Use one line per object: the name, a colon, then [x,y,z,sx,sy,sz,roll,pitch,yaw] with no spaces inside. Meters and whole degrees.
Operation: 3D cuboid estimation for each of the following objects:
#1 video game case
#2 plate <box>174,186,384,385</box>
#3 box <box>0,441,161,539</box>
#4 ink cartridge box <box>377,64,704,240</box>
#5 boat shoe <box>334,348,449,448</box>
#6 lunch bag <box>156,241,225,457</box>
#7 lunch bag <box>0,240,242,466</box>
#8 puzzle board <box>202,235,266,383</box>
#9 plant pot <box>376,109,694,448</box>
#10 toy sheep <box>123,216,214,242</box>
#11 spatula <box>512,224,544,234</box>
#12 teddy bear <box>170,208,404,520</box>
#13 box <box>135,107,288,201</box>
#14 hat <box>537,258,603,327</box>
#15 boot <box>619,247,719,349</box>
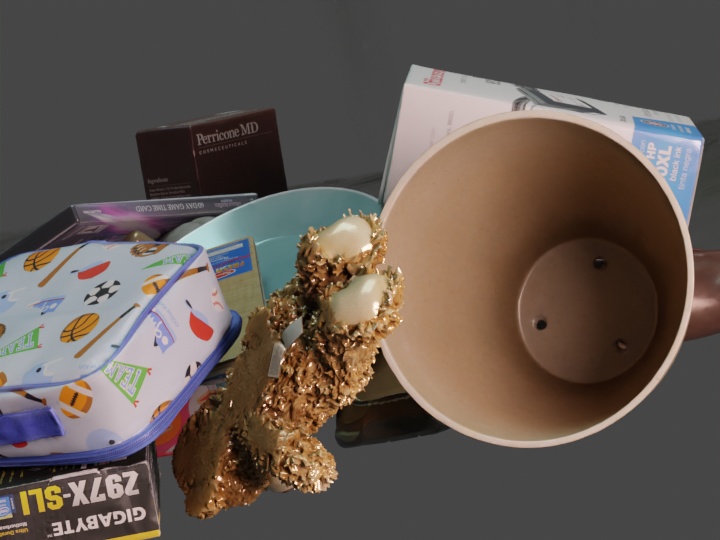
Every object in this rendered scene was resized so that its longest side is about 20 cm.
video game case: [-0.187,-0.017,1.930,0.142,0.019,0.199,-31,-17,37]
plate: [-0.063,0.016,1.655,0.199,0.026,0.201,-18,32,11]
box: [-0.198,0.133,1.519,0.158,0.050,0.200,-9,6,-4]
ink cartridge box: [0.118,-0.073,1.700,0.198,0.085,0.145,10,9,1]
boat shoe: [0.016,0.064,1.624,0.075,0.074,0.200,-10,6,1]
lunch bag: [-0.157,0.049,1.746,0.198,0.082,0.177,-11,37,-1]
lunch bag: [-0.180,0.054,1.503,0.199,0.076,0.161,-8,32,35]
puzzle board: [-0.153,0.047,1.615,0.199,0.017,0.151,-18,28,2]
plant pot: [0.117,0.016,1.525,0.186,0.189,0.200,-10,-9,13]
toy sheep: [-0.103,0.023,1.916,0.137,0.139,0.199,-5,-24,46]
spatula: [0.027,0.007,1.658,0.199,0.021,0.056,-27,-23,25]
teddy bear: [-0.031,0.059,1.446,0.066,0.201,0.145,17,15,-32]
box: [-0.108,-0.024,2.078,0.075,0.202,0.100,-5,9,45]
hat: [0.128,-0.005,1.818,0.199,0.082,0.201,2,17,-1]
boot: [0.279,0.017,1.677,0.185,0.065,0.200,-17,13,-29]
